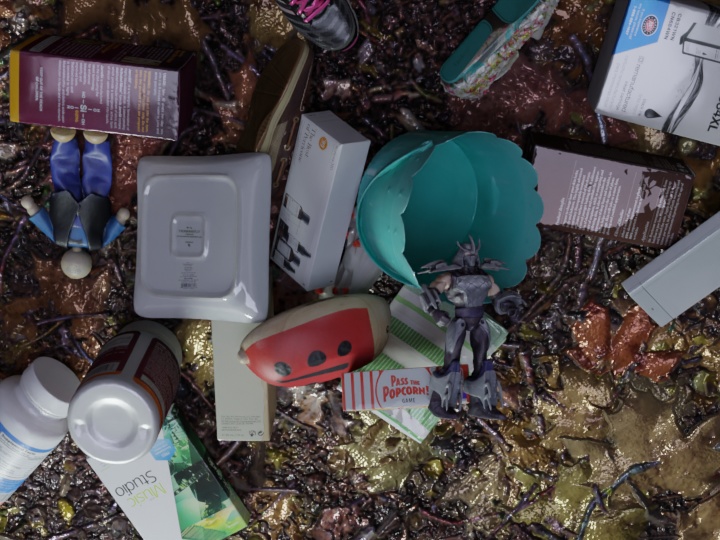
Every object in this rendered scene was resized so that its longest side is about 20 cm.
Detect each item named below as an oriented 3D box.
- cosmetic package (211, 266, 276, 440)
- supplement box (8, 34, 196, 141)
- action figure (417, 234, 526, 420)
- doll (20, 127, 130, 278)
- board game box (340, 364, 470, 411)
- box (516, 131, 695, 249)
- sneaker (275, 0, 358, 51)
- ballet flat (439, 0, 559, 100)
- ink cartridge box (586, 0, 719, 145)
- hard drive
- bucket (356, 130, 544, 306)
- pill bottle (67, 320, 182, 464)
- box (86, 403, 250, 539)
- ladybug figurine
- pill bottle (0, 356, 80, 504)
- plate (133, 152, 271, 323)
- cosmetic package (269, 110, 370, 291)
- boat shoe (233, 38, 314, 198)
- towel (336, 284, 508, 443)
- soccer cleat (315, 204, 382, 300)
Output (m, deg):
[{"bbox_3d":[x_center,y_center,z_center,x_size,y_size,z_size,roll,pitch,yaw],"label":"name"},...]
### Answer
[{"bbox_3d":[-0.148,0.106,1.512,0.072,0.104,0.203,1,112,1],"label":"cosmetic package"},{"bbox_3d":[-0.301,-0.218,1.394,0.197,0.111,0.087,7,111,0],"label":"supplement box"},{"bbox_3d":[0.122,0.061,1.307,0.128,0.069,0.203,-1,94,-19],"label":"action figure"},{"bbox_3d":[-0.357,-0.084,1.478,0.134,0.049,0.202,2,117,-9],"label":"doll"},{"bbox_3d":[0.059,0.146,1.444,0.149,0.200,0.047,-4,83,3],"label":"board game box"},{"bbox_3d":[0.293,-0.097,1.436,0.197,0.075,0.101,10,111,-3],"label":"box"},{"bbox_3d":[-0.077,-0.330,1.355,0.073,0.088,0.200,-35,106,14],"label":"sneaker"},{"bbox_3d":[0.174,-0.279,1.385,0.200,0.076,0.064,-44,134,20],"label":"ballet flat"},{"bbox_3d":[0.382,-0.236,1.373,0.197,0.084,0.148,13,110,-2],"label":"ink cartridge box"},{"bbox_3d":[0.427,-0.015,1.446,0.199,0.027,0.132,-38,144,14],"label":"hard drive"},{"bbox_3d":[0.100,-0.068,1.384,0.205,0.134,0.210,-7,105,-27],"label":"bucket"},{"bbox_3d":[-0.288,0.146,1.480,0.112,0.200,0.116,1,111,3],"label":"pill bottle"},{"bbox_3d":[-0.263,0.299,1.623,0.143,0.036,0.201,-28,108,12],"label":"box"},{"bbox_3d":[-0.050,0.089,1.420,0.198,0.073,0.136,-15,154,-15],"label":"ladybug figurine"},{"bbox_3d":[-0.457,0.210,1.558,0.112,0.112,0.200,41,106,-12],"label":"pill bottle"},{"bbox_3d":[-0.199,-0.041,1.424,0.197,0.032,0.203,2,91,27],"label":"plate"},{"bbox_3d":[-0.052,-0.083,1.429,0.082,0.050,0.202,37,126,35],"label":"cosmetic package"},{"bbox_3d":[-0.093,-0.180,1.432,0.071,0.072,0.202,13,105,-35],"label":"boat shoe"},{"bbox_3d":[0.079,0.116,1.549,0.152,0.023,0.201,33,108,-9],"label":"towel"},{"bbox_3d":[0.000,0.000,1.488,0.077,0.069,0.202,-8,131,-39],"label":"soccer cleat"}]
